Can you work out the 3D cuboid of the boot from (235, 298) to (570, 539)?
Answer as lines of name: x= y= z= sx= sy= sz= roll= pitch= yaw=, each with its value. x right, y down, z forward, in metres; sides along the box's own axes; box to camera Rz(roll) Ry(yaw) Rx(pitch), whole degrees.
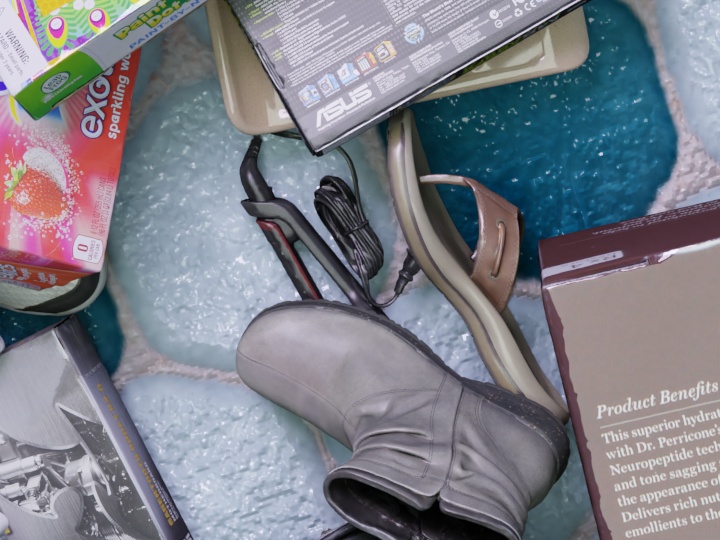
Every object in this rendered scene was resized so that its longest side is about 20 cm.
boot: x=0.008 y=0.085 z=1.251 sx=0.199 sy=0.131 sz=0.068 roll=22 pitch=116 yaw=13

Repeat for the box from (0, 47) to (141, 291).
box: x=-0.178 y=-0.099 z=1.253 sx=0.099 sy=0.095 sz=0.201 roll=15 pitch=77 yaw=-24

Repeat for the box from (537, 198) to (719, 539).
box: x=0.194 y=0.071 z=1.266 sx=0.165 sy=0.164 sz=0.201 roll=-13 pitch=97 yaw=5

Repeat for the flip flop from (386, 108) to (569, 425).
flip flop: x=0.070 y=-0.004 z=1.305 sx=0.057 sy=0.081 sz=0.200 roll=-28 pitch=100 yaw=12

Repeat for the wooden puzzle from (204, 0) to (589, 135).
wooden puzzle: x=0.010 y=-0.181 z=1.297 sx=0.199 sy=0.046 sz=0.186 roll=-11 pitch=91 yaw=-1

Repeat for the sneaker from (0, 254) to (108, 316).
sneaker: x=-0.233 y=-0.033 z=1.313 sx=0.200 sy=0.088 sz=0.076 roll=31 pitch=96 yaw=-3

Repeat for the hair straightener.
hair straightener: x=0.000 y=0.000 z=1.336 sx=0.077 sy=0.041 sz=0.200 roll=-30 pitch=91 yaw=6

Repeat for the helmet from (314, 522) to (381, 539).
helmet: x=0.011 y=0.236 z=1.284 sx=0.200 sy=0.200 sz=0.191 roll=37 pitch=125 yaw=-2

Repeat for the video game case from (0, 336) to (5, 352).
video game case: x=-0.305 y=0.069 z=1.223 sx=0.200 sy=0.023 sz=0.182 roll=-48 pitch=138 yaw=1

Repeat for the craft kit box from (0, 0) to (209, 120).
craft kit box: x=-0.132 y=-0.209 z=1.181 sx=0.197 sy=0.049 sz=0.200 roll=-34 pitch=72 yaw=-1

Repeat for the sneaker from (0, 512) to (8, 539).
sneaker: x=-0.217 y=0.227 z=1.289 sx=0.115 sy=0.075 sz=0.201 roll=-17 pitch=87 yaw=14

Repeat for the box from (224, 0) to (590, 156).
box: x=0.022 y=-0.177 z=1.251 sx=0.200 sy=0.044 sz=0.161 roll=-30 pitch=88 yaw=-1

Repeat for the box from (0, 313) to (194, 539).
box: x=-0.212 y=0.137 z=1.343 sx=0.199 sy=0.048 sz=0.159 roll=-25 pitch=96 yaw=13
